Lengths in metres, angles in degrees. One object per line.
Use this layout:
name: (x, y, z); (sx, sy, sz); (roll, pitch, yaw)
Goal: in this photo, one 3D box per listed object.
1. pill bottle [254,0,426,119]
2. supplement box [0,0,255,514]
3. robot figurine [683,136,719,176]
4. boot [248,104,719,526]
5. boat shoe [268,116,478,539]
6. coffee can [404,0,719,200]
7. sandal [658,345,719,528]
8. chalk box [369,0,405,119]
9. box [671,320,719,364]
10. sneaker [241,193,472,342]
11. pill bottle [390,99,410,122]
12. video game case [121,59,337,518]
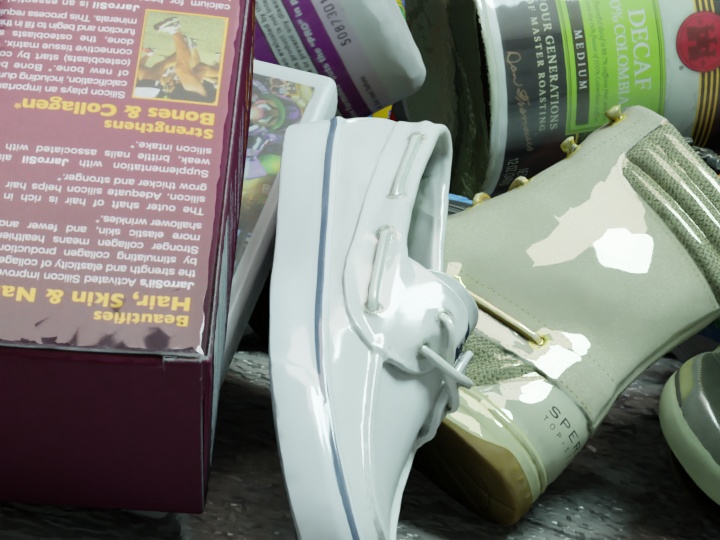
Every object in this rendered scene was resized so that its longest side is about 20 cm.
pill bottle: (-0.082, -0.083, 1.120); (0.199, 0.113, 0.112); (-27, 15, 5)
supplement box: (-0.096, -0.025, 0.895); (0.110, 0.086, 0.201); (4, 49, 0)
robot figurine: (0.204, -0.021, 1.188); (0.144, 0.059, 0.200); (16, 15, 16)
boot: (0.043, -0.011, 1.000); (0.154, 0.072, 0.200); (-39, 53, -17)
boat shoe: (0.007, 0.020, 0.890); (0.065, 0.074, 0.201); (-8, 50, 8)
coffee can: (0.132, -0.119, 1.316); (0.199, 0.147, 0.146); (-10, 21, -15)
sandal: (0.137, 0.067, 0.966); (0.080, 0.057, 0.201); (47, 15, 18)
chalk box: (-0.047, -0.088, 1.282); (0.123, 0.125, 0.200); (11, 16, -1)
box: (0.192, 0.039, 1.042); (0.200, 0.036, 0.144); (24, -14, 41)
sneaker: (0.000, 0.000, 1.100); (0.199, 0.071, 0.083); (1, 18, -34)
pill bottle: (0.067, -0.117, 1.490); (0.113, 0.114, 0.200); (-1, 19, -39)
video game case: (-0.122, -0.015, 0.958); (0.181, 0.023, 0.201); (14, 51, 10)
